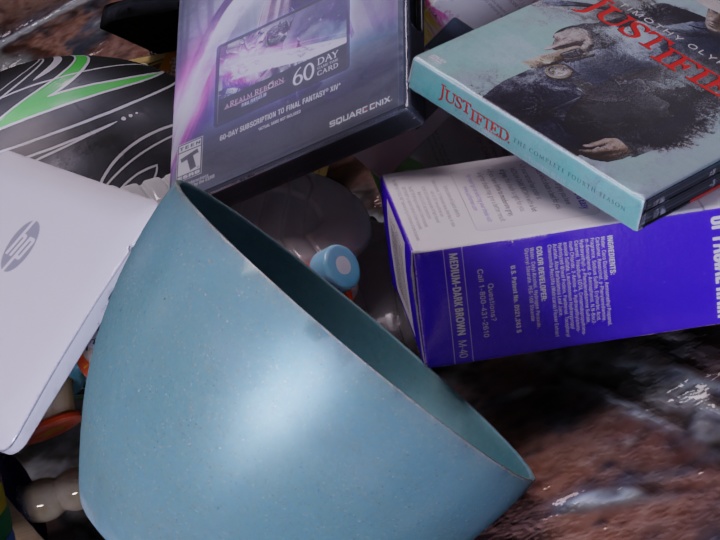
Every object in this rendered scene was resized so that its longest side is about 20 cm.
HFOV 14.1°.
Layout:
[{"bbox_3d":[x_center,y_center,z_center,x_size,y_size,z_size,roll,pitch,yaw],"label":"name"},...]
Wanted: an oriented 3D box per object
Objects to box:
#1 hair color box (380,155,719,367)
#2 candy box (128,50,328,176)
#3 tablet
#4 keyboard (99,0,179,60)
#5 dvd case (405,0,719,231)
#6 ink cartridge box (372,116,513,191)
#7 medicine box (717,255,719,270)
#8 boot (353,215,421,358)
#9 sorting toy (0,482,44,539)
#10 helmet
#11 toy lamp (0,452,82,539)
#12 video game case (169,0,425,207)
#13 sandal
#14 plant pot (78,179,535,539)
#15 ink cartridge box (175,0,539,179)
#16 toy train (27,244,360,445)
[{"bbox_3d":[0.116,-0.015,1.358,0.199,0.065,0.109,-10,22,-4],"label":"hair color box"},{"bbox_3d":[-0.107,-0.073,1.746,0.199,0.055,0.116,-7,54,35],"label":"candy box"},{"bbox_3d":[-0.165,0.010,1.359,0.130,0.014,0.200,-58,29,-7],"label":"tablet"},{"bbox_3d":[-0.083,-0.144,1.793,0.104,0.040,0.200,-6,-17,34],"label":"keyboard"},{"bbox_3d":[0.141,-0.093,1.374,0.200,0.022,0.146,-25,47,-39],"label":"dvd case"},{"bbox_3d":[0.090,-0.095,1.540,0.199,0.117,0.067,-3,30,39],"label":"ink cartridge box"},{"bbox_3d":[0.278,-0.022,1.220,0.182,0.103,0.200,-7,28,36],"label":"medicine box"},{"bbox_3d":[0.000,0.000,1.522,0.095,0.074,0.200,-15,31,8],"label":"boot"},{"bbox_3d":[-0.237,0.132,1.278,0.199,0.070,0.199,-17,17,-18],"label":"sorting toy"},{"bbox_3d":[-0.152,-0.023,1.559,0.199,0.201,0.191,-22,13,7],"label":"helmet"},{"bbox_3d":[-0.117,0.097,1.424,0.199,0.058,0.058,-20,22,8],"label":"toy lamp"},{"bbox_3d":[-0.031,-0.130,1.447,0.142,0.019,0.201,-22,50,28],"label":"video game case"},{"bbox_3d":[-0.095,-0.007,1.447,0.202,0.050,0.083,-8,47,-3],"label":"sandal"},{"bbox_3d":[-0.043,0.076,1.254,0.135,0.200,0.200,-51,22,4],"label":"plant pot"},{"bbox_3d":[0.012,-0.130,1.474,0.200,0.067,0.117,-44,44,7],"label":"ink cartridge box"},{"bbox_3d":[-0.097,0.042,1.395,0.150,0.056,0.200,7,-23,-44],"label":"toy train"}]
